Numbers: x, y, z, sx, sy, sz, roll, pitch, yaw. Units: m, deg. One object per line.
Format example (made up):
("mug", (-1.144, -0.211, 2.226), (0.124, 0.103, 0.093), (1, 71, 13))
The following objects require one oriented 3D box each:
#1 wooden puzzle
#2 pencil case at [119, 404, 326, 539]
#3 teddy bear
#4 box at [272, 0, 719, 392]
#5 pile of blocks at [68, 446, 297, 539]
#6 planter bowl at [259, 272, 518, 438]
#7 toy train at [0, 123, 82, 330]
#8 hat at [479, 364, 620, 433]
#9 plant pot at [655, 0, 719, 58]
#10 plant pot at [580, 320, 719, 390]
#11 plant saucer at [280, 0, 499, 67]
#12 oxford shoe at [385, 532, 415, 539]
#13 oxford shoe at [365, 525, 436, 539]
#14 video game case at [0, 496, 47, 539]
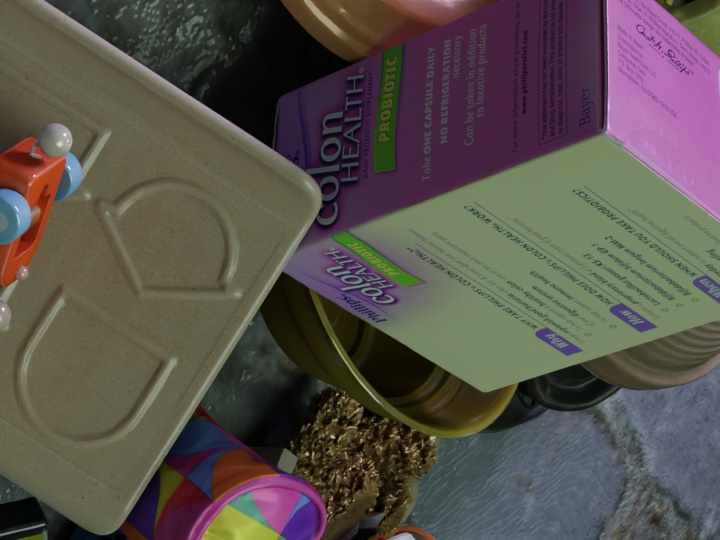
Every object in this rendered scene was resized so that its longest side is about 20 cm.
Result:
("wooden puzzle", (-0.142, -0.005, 0.994), (0.201, 0.185, 0.046), (-57, -179, 6))
("pencil case", (-0.098, 0.099, 1.057), (0.088, 0.200, 0.089), (-14, 118, -28))
("teddy bear", (-0.032, 0.131, 1.237), (0.199, 0.067, 0.145), (-31, 150, -26))
("box", (0.086, -0.038, 1.022), (0.176, 0.199, 0.097), (31, 50, -41))
("pile of blocks", (-0.100, 0.155, 1.135), (0.199, 0.082, 0.062), (-26, 131, 27))
("planter bowl", (0.000, 0.000, 1.133), (0.200, 0.083, 0.202), (27, 54, -45))
("toy train", (-0.192, 0.016, 0.897), (0.151, 0.055, 0.200), (-68, 173, 30))
("hat", (0.135, 0.031, 1.308), (0.200, 0.081, 0.202), (-22, 128, -32))
("plant pot", (0.198, -0.149, 1.079), (0.201, 0.200, 0.184), (-57, 143, 2))
("plant pot", (0.190, -0.033, 1.244), (0.200, 0.092, 0.202), (8, 78, -41))
("plant saucer", (0.031, -0.195, 1.033), (0.199, 0.037, 0.202), (2, 86, -34))
("oxford shoe", (-0.034, 0.229, 1.251), (0.200, 0.058, 0.075), (-43, 161, 13))
("oxford shoe", (-0.017, 0.243, 1.324), (0.200, 0.071, 0.073), (-48, 155, 2))
("video game case", (-0.253, 0.214, 1.074), (0.199, 0.026, 0.182), (-11, 124, -20))
